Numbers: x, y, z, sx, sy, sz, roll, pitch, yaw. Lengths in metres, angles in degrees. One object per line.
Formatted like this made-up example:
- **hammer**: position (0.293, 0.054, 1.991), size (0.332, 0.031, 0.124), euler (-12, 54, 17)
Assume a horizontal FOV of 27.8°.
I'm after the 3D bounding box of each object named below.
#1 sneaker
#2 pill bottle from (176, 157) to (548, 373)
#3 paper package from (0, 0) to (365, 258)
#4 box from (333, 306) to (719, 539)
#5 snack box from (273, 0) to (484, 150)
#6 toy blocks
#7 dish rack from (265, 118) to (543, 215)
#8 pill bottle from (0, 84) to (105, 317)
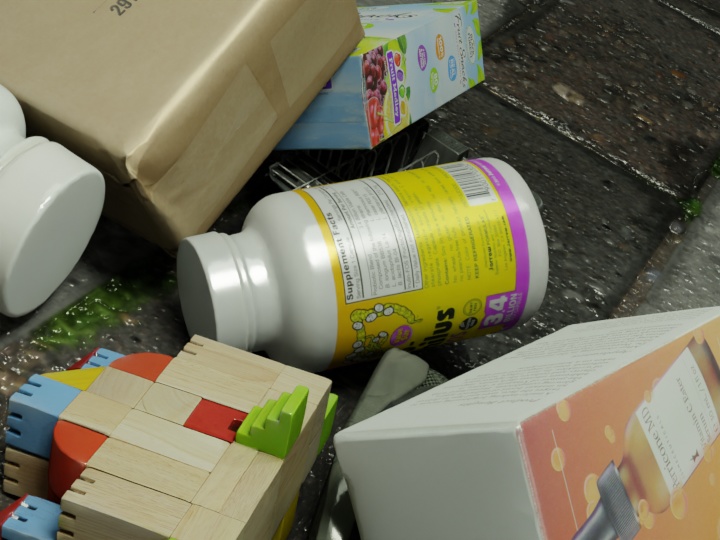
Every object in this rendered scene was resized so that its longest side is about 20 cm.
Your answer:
- **sneaker**: position (0.037, 0.115, 0.737), size (0.114, 0.077, 0.200), euler (22, 25, 7)
- **pill bottle**: position (0.000, 0.000, 0.837), size (0.199, 0.105, 0.104), euler (-11, 43, -21)
- **paper package**: position (-0.127, -0.139, 0.866), size (0.190, 0.104, 0.200), euler (27, 68, 26)
- **box**: position (0.105, 0.116, 0.678), size (0.106, 0.153, 0.199), euler (-10, 7, 42)
- **snack box**: position (-0.027, -0.139, 1.020), size (0.168, 0.068, 0.200), euler (2, 19, 26)
- **toy blocks**: position (-0.102, 0.087, 0.680), size (0.136, 0.100, 0.200), euler (17, 29, 9)
- **dish rack**: position (0.029, -0.044, 1.002), size (0.153, 0.055, 0.200), euler (34, 33, 17)
- **pill bottle**: position (-0.241, -0.063, 0.769), size (0.199, 0.115, 0.114), euler (30, 31, 9)
